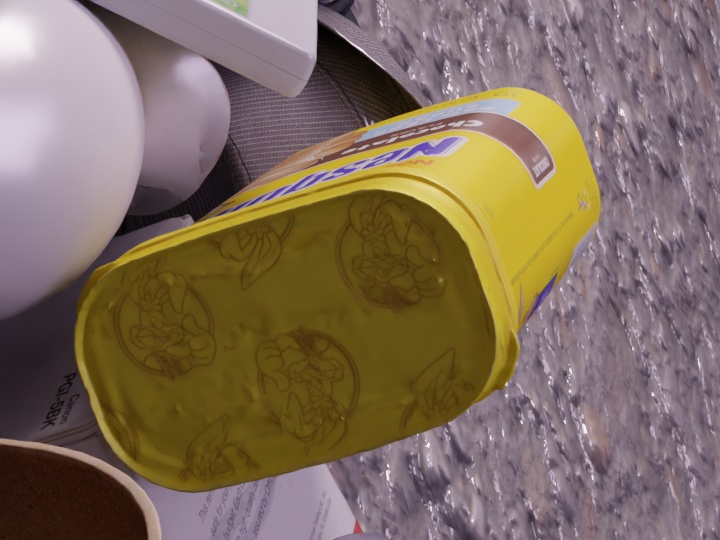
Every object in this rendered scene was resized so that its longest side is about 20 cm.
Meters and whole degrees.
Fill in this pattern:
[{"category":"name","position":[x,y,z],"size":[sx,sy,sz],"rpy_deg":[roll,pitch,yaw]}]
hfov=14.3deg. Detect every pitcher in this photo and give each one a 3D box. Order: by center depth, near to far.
[{"category":"pitcher","position":[-0.147,-0.068,1.019],"size":[0.172,0.121,0.200],"rpy_deg":[42,21,2]}]

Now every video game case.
[{"category":"video game case","position":[-0.106,-0.146,1.070],"size":[0.200,0.022,0.182],"rpy_deg":[26,21,-11]}]

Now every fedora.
[{"category":"fedora","position":[-0.036,-0.016,1.216],"size":[0.090,0.177,0.200],"rpy_deg":[-35,118,-37]}]

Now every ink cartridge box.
[{"category":"ink cartridge box","position":[-0.072,0.104,1.094],"size":[0.200,0.083,0.147],"rpy_deg":[63,24,-26]}]

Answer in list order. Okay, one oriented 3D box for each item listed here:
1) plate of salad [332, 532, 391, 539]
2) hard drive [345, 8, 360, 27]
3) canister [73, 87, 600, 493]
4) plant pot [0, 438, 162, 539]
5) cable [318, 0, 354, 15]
[{"category":"plate of salad","position":[-0.007,0.194,1.024],"size":[0.200,0.048,0.201],"rpy_deg":[13,75,-62]},{"category":"hard drive","position":[-0.014,-0.037,1.411],"size":[0.140,0.033,0.200],"rpy_deg":[62,24,-27]},{"category":"canister","position":[0.000,0.000,1.034],"size":[0.200,0.148,0.087],"rpy_deg":[-42,113,-69]},{"category":"plant pot","position":[-0.128,0.177,0.807],"size":[0.186,0.186,0.200],"rpy_deg":[-60,143,-62]},{"category":"cable","position":[-0.043,-0.197,1.397],"size":[0.200,0.051,0.164],"rpy_deg":[22,49,-55]}]
